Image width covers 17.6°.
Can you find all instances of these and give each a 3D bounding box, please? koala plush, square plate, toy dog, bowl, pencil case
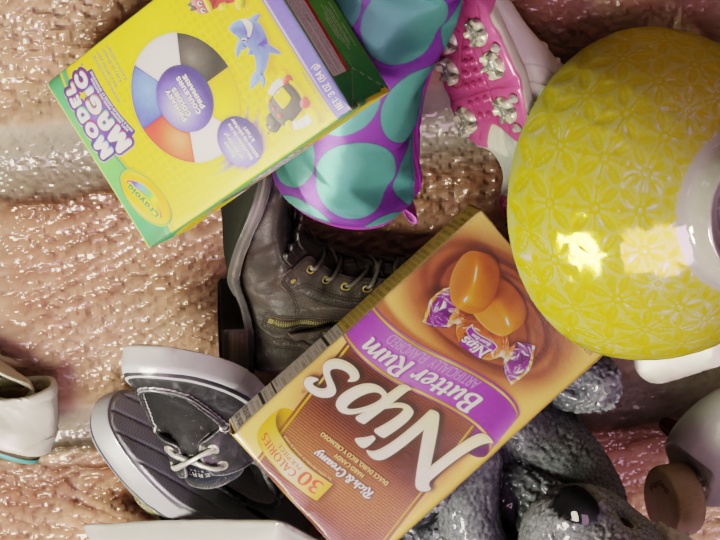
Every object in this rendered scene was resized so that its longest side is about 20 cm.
[{"bbox_3d":[0.131,0.173,1.482,0.177,0.200,0.184,-28,134,-20],"label":"koala plush"},{"bbox_3d":[-0.058,0.215,1.565,0.198,0.029,0.200,-8,148,43],"label":"square plate"},{"bbox_3d":[0.235,0.077,1.521,0.132,0.096,0.200,7,119,-36],"label":"toy dog"},{"bbox_3d":[0.195,-0.038,1.338,0.200,0.108,0.201,-6,101,-31],"label":"bowl"},{"bbox_3d":[0.014,-0.124,1.320,0.092,0.085,0.200,13,123,-7],"label":"pencil case"}]

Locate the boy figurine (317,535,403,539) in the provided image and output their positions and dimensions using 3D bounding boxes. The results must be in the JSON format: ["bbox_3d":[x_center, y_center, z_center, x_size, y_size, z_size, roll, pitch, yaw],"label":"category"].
[{"bbox_3d":[0.017,0.175,1.588,0.124,0.064,0.200,-25,130,-8],"label":"boy figurine"}]

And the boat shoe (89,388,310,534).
[{"bbox_3d":[-0.117,0.151,1.557,0.062,0.072,0.200,-22,130,34],"label":"boat shoe"}]

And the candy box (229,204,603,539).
[{"bbox_3d":[0.033,0.070,1.397,0.200,0.056,0.117,-42,99,0],"label":"candy box"}]

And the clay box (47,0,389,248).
[{"bbox_3d":[-0.091,-0.096,1.311,0.200,0.048,0.115,-33,90,35],"label":"clay box"}]

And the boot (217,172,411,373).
[{"bbox_3d":[0.000,0.000,1.451,0.174,0.069,0.200,0,139,-7],"label":"boot"}]

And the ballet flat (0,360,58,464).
[{"bbox_3d":[-0.285,0.071,1.487,0.200,0.070,0.070,14,127,-22],"label":"ballet flat"}]

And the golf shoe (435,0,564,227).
[{"bbox_3d":[0.110,-0.093,1.385,0.091,0.075,0.200,-38,117,-27],"label":"golf shoe"}]

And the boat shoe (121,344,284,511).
[{"bbox_3d":[-0.095,0.103,1.474,0.072,0.068,0.200,2,159,21],"label":"boat shoe"}]
